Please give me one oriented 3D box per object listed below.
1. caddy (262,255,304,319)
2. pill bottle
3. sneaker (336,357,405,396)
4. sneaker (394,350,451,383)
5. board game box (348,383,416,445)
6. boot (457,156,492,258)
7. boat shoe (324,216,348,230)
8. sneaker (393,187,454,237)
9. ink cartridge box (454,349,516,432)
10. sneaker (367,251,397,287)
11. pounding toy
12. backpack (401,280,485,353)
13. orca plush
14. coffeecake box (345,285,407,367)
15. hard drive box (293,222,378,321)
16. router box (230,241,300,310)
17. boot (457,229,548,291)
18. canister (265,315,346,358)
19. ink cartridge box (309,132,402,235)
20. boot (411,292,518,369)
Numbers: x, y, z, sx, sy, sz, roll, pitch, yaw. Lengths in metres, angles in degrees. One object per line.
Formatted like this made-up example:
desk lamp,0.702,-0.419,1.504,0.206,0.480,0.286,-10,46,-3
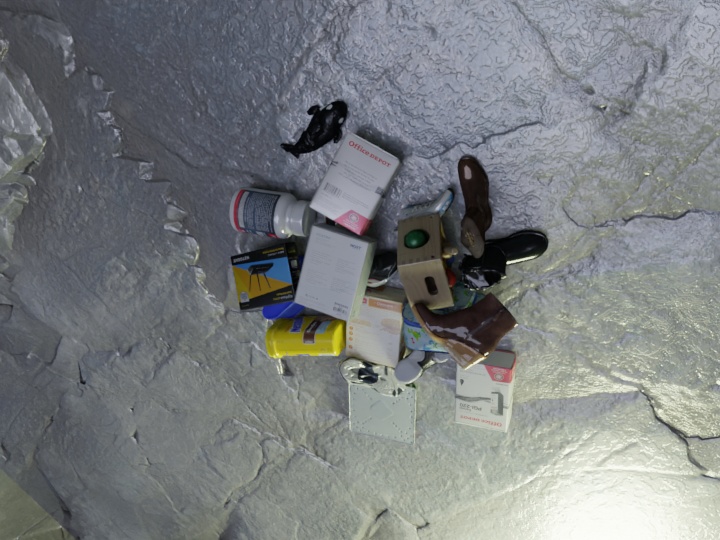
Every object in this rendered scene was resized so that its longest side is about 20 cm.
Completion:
caddy,-0.201,0.047,1.815,0.200,0.105,0.142,-41,71,32
pill bottle,-0.224,-0.146,1.719,0.199,0.120,0.120,10,118,18
sneaker,0.020,0.289,1.848,0.198,0.129,0.080,14,87,-18
sneaker,0.174,0.227,1.769,0.199,0.114,0.076,-34,82,-4
board game box,0.064,0.398,1.920,0.199,0.026,0.201,8,116,18
boot,0.246,-0.143,1.485,0.064,0.200,0.187,-15,108,27
boat shoe,-0.054,-0.104,1.701,0.062,0.071,0.201,-1,117,12
sneaker,0.147,-0.134,1.608,0.087,0.075,0.200,43,122,4
ink cartridge box,0.324,0.308,1.741,0.145,0.085,0.201,7,118,19
sneaker,0.000,0.000,1.688,0.199,0.081,0.086,-22,150,11
pounding toy,0.164,-0.026,1.514,0.141,0.185,0.201,-9,133,13
backpack,0.203,0.110,1.636,0.199,0.183,0.148,-2,114,24
orca plush,-0.118,-0.337,1.613,0.199,0.071,0.106,-19,106,28
coffeecake box,0.045,0.143,1.777,0.152,0.073,0.201,12,118,18
hard drive box,-0.060,0.002,1.625,0.155,0.077,0.201,19,103,16
router box,-0.243,0.017,1.742,0.199,0.051,0.150,-12,90,35
boot,0.327,-0.022,1.533,0.197,0.163,0.074,-8,113,25
canister,-0.139,0.178,1.826,0.199,0.149,0.087,-3,109,20
ink cartridge box,-0.009,-0.205,1.588,0.146,0.083,0.201,30,98,6
boot,0.233,0.105,1.497,0.200,0.072,0.166,45,101,3
